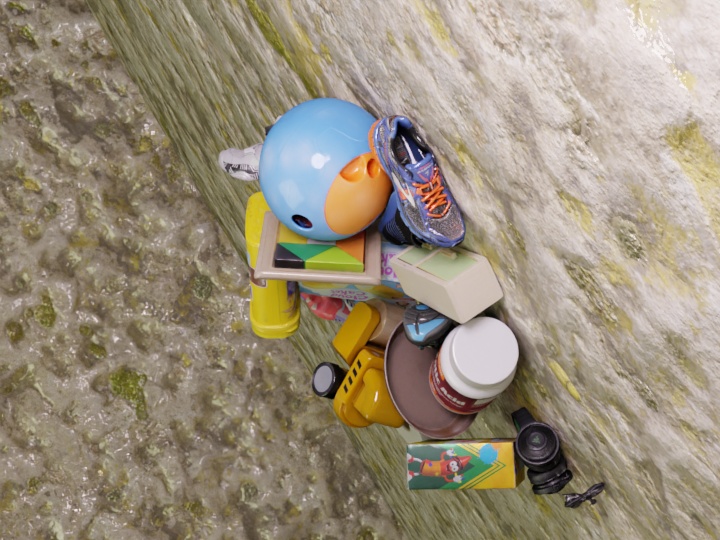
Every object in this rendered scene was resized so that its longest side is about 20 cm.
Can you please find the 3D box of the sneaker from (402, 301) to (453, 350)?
[{"bbox_3d":[0.109,0.086,1.580,0.200,0.072,0.083,-40,-46,-70],"label":"sneaker"}]

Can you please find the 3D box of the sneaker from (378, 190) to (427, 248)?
[{"bbox_3d":[0.076,-0.063,1.535,0.078,0.070,0.200,57,170,12],"label":"sneaker"}]

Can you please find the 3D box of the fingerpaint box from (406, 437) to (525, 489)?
[{"bbox_3d":[0.171,0.305,1.668,0.200,0.164,0.075,29,-122,-76],"label":"fingerpaint box"}]

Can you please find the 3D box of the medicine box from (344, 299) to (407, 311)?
[{"bbox_3d":[0.005,0.026,1.943,0.183,0.102,0.201,50,165,33],"label":"medicine box"}]

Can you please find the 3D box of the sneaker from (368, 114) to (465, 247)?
[{"bbox_3d":[0.077,-0.119,1.401,0.201,0.075,0.078,57,164,1],"label":"sneaker"}]

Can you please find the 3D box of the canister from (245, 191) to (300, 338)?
[{"bbox_3d":[-0.144,-0.011,1.741,0.150,0.085,0.202,-93,3,-48],"label":"canister"}]

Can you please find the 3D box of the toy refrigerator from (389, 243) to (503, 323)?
[{"bbox_3d":[0.119,0.007,1.522,0.071,0.075,0.200,62,167,-19],"label":"toy refrigerator"}]

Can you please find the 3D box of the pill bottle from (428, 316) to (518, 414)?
[{"bbox_3d":[0.167,0.140,1.557,0.115,0.113,0.200,55,167,13],"label":"pill bottle"}]

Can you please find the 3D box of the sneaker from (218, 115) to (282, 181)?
[{"bbox_3d":[-0.136,-0.193,1.672,0.198,0.075,0.117,19,106,29],"label":"sneaker"}]

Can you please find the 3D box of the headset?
[{"bbox_3d":[0.288,0.282,1.580,0.201,0.093,0.124,-113,-2,-59],"label":"headset"}]

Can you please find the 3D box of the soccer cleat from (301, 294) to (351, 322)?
[{"bbox_3d":[-0.078,0.032,1.908,0.076,0.067,0.200,34,-172,-32],"label":"soccer cleat"}]

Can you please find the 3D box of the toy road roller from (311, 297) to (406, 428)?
[{"bbox_3d":[0.030,0.162,1.694,0.122,0.202,0.146,21,-168,-42],"label":"toy road roller"}]

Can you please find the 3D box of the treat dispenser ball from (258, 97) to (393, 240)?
[{"bbox_3d":[-0.047,-0.145,1.517,0.202,0.200,0.201,53,167,19],"label":"treat dispenser ball"}]

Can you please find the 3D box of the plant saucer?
[{"bbox_3d":[0.110,0.168,1.668,0.032,0.200,0.202,-25,98,50],"label":"plant saucer"}]

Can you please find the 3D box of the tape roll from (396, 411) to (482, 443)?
[{"bbox_3d":[0.110,0.201,1.864,0.204,0.138,0.203,55,167,18],"label":"tape roll"}]

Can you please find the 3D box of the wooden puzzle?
[{"bbox_3d":[-0.060,-0.041,1.572,0.201,0.182,0.038,-88,2,-59],"label":"wooden puzzle"}]

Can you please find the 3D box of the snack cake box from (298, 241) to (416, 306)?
[{"bbox_3d":[0.000,0.000,1.701,0.115,0.197,0.068,95,-177,-68],"label":"snack cake box"}]

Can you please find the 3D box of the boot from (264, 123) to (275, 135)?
[{"bbox_3d":[-0.085,-0.147,1.729,0.164,0.065,0.203,-1,101,50],"label":"boot"}]
